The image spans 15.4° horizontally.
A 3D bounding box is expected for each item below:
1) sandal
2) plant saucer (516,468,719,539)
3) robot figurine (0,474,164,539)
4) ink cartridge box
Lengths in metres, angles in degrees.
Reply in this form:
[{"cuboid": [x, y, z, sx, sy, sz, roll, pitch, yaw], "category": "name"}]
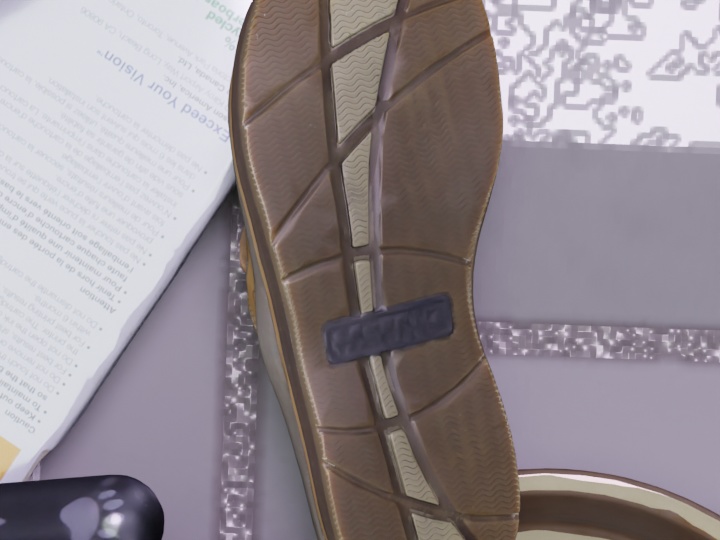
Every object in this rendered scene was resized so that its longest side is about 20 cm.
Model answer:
[{"cuboid": [0.000, 0.000, 0.758, 0.080, 0.054, 0.200, -9, 94, -24], "category": "sandal"}, {"cuboid": [0.054, 0.158, 0.784, 0.200, 0.029, 0.200, 0, 90, 0], "category": "plant saucer"}, {"cuboid": [-0.073, 0.145, 0.720, 0.200, 0.125, 0.150, -3, 62, 26], "category": "robot figurine"}, {"cuboid": [-0.139, -0.047, 0.781, 0.196, 0.043, 0.200, 34, 90, -1], "category": "ink cartridge box"}]
